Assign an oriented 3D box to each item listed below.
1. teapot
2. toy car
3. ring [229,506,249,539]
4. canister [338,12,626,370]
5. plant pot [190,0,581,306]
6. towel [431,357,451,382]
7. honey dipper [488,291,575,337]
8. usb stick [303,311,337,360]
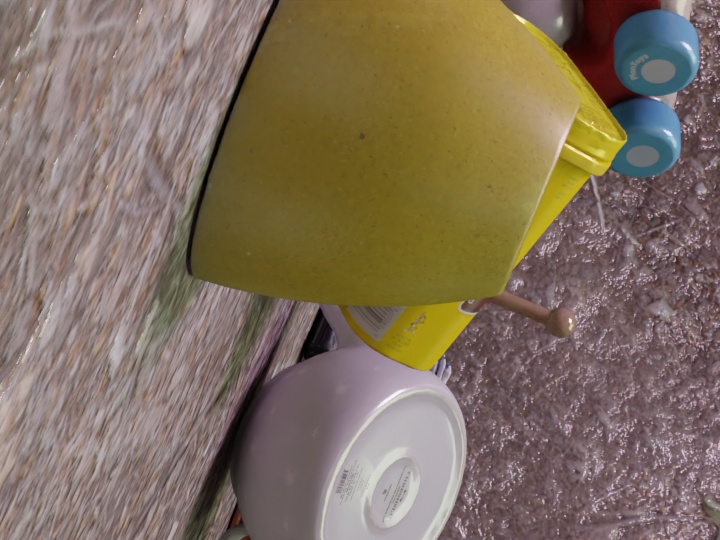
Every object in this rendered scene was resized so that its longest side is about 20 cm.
[{"bbox_3d":[-0.028,0.142,1.571,0.200,0.146,0.198,-40,134,-33],"label":"teapot"},{"bbox_3d":[0.145,-0.191,1.592,0.177,0.198,0.185,92,2,-53],"label":"toy car"},{"bbox_3d":[-0.082,0.184,1.916,0.200,0.019,0.201,23,90,-85],"label":"ring"},{"bbox_3d":[0.062,-0.053,1.361,0.200,0.086,0.149,-51,-143,19],"label":"canister"},{"bbox_3d":[0.023,-0.062,1.021,0.200,0.141,0.201,23,90,-85],"label":"plant pot"},{"bbox_3d":[0.012,0.112,1.987,0.200,0.024,0.148,43,-67,57],"label":"towel"},{"bbox_3d":[0.068,0.006,1.596,0.038,0.199,0.038,23,90,-85],"label":"honey dipper"},{"bbox_3d":[0.000,0.000,1.872,0.056,0.032,0.201,102,11,-67],"label":"usb stick"}]
